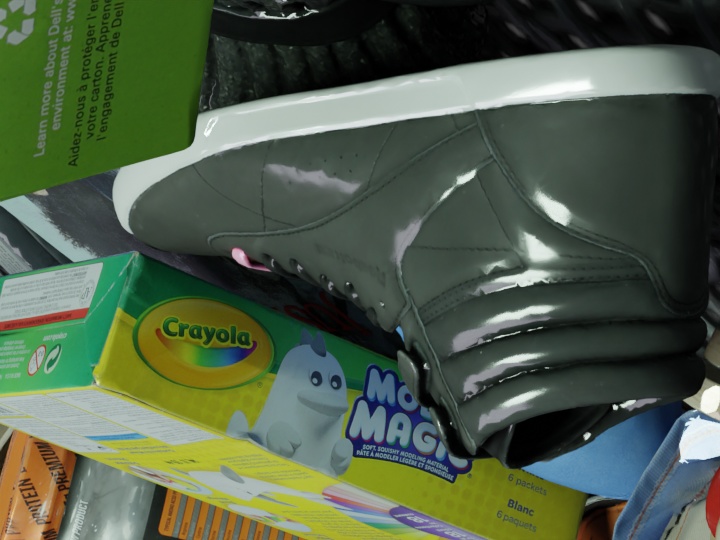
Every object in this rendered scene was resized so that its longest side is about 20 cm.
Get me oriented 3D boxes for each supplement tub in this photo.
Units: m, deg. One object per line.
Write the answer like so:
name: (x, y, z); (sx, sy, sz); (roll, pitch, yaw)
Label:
supplement tub: (-0.041, 0.109, 0.989); (0.200, 0.123, 0.123); (16, 169, -10)

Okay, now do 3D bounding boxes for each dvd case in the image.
dvd case: (-0.032, 0.006, 0.854); (0.200, 0.022, 0.146); (38, 157, -24)

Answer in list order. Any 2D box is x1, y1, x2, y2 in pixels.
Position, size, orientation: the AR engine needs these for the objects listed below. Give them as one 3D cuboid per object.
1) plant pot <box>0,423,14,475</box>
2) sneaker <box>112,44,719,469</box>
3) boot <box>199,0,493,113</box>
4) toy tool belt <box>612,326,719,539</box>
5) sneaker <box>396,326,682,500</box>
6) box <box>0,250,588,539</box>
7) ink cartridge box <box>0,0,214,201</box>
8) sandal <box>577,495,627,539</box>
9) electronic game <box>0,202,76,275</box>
plant pot: (-0.062, 0.077, 1.120); (0.200, 0.200, 0.134); (50, -160, -26)
sneaker: (0.008, 0.004, 0.665); (0.200, 0.099, 0.071); (-8, 173, 41)
boot: (-0.001, -0.085, 0.654); (0.211, 0.079, 0.158); (31, 161, 40)
toy tool belt: (0.122, 0.074, 0.683); (0.123, 0.125, 0.200); (34, -179, 43)
sneaker: (0.030, -0.008, 0.753); (0.200, 0.066, 0.078); (55, -174, 37)
box: (-0.017, 0.053, 0.803); (0.200, 0.048, 0.117); (26, 163, -28)
ink cartridge box: (-0.095, -0.137, 0.562); (0.148, 0.076, 0.200); (39, 134, 35)
sandal: (0.096, 0.118, 0.967); (0.207, 0.059, 0.079); (121, 133, -70)
electronic game: (-0.119, -0.050, 0.986); (0.200, 0.042, 0.200); (48, -164, -19)
